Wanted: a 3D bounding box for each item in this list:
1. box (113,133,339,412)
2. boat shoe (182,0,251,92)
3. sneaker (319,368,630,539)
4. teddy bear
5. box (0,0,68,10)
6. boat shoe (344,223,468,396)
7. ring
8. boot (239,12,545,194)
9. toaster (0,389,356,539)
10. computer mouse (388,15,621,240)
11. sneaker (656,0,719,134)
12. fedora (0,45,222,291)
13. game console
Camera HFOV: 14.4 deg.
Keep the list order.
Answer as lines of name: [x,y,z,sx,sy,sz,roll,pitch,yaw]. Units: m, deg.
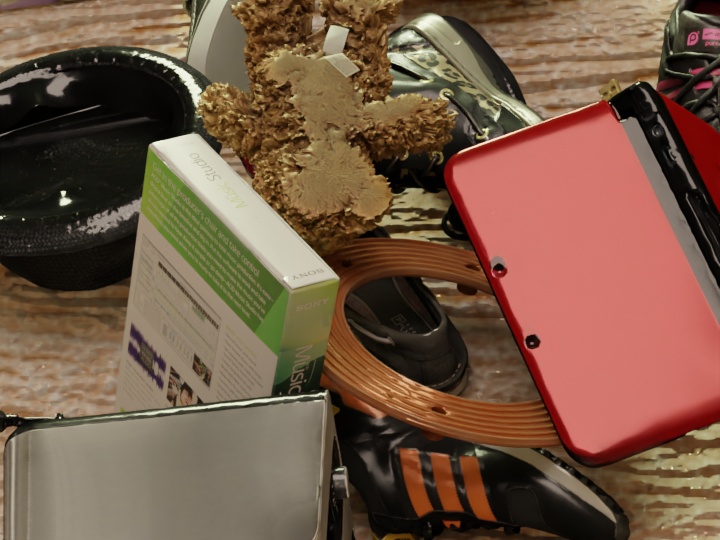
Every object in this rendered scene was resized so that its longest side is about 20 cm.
box: [-0.077,0.046,1.550,0.036,0.201,0.144,-17,45,-31]
boat shoe: [-0.080,-0.181,1.860,0.063,0.071,0.200,-2,46,29]
sneaker: [0.050,0.123,1.561,0.200,0.070,0.090,27,86,19]
teddy bear: [-0.023,-0.089,1.624,0.144,0.067,0.200,-13,57,-13]
box: [-0.224,-0.205,1.919,0.199,0.039,0.042,-7,45,3]
boat shoe: [0.000,0.000,1.678,0.067,0.057,0.200,-28,49,-17]
ring: [0.051,0.042,1.567,0.200,0.019,0.201,14,28,-8]
boot: [0.029,-0.056,1.672,0.153,0.074,0.204,-23,52,-20]
toaster: [-0.095,0.159,1.458,0.199,0.181,0.119,-6,47,2]
computer mouse: [0.092,-0.112,1.777,0.140,0.046,0.200,-17,47,-6]
sneaker: [0.207,-0.111,1.732,0.076,0.084,0.200,-2,47,8]
fedora: [-0.169,-0.049,1.725,0.200,0.092,0.201,-9,44,9]
game console: [0.162,0.011,1.578,0.118,0.172,0.201,-32,66,19]
